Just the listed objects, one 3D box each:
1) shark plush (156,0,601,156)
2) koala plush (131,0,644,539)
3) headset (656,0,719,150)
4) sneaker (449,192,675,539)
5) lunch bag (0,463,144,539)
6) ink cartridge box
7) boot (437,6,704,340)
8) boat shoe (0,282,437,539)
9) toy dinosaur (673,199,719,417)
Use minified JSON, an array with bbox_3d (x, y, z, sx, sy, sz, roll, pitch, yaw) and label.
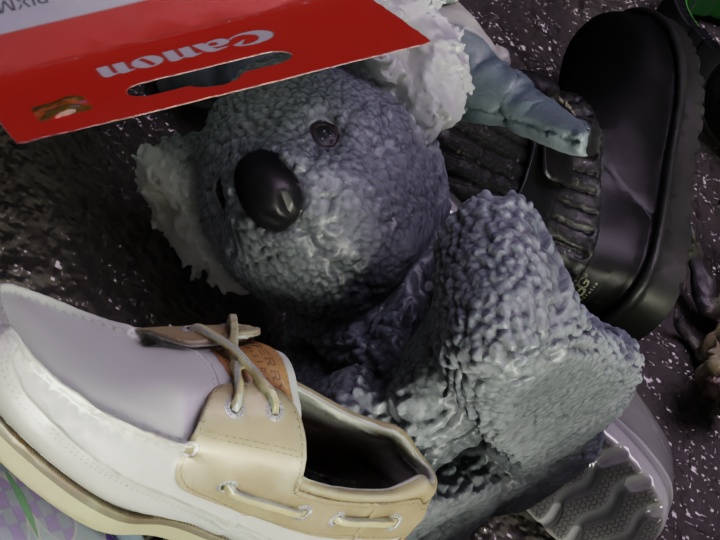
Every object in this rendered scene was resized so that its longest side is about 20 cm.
[{"bbox_3d":[0.013,-0.075,1.047,0.200,0.091,0.083,27,61,20],"label":"shark plush"},{"bbox_3d":[0.000,0.000,0.956,0.200,0.177,0.184,59,19,20],"label":"koala plush"},{"bbox_3d":[0.245,-0.101,1.328,0.123,0.094,0.200,-2,45,-43],"label":"headset"},{"bbox_3d":[0.060,0.035,1.062,0.200,0.075,0.082,53,24,1],"label":"sneaker"},{"bbox_3d":[-0.187,0.063,0.747,0.200,0.127,0.170,50,31,14],"label":"lunch bag"},{"bbox_3d":[-0.084,-0.116,0.945,0.162,0.057,0.200,-16,21,-17],"label":"ink cartridge box"},{"bbox_3d":[0.080,-0.077,1.164,0.158,0.079,0.211,28,40,-20],"label":"boot"},{"bbox_3d":[-0.051,0.046,0.773,0.200,0.068,0.075,34,24,-49],"label":"boat shoe"},{"bbox_3d":[0.190,0.008,1.214,0.200,0.047,0.088,-31,93,-53],"label":"toy dinosaur"}]
